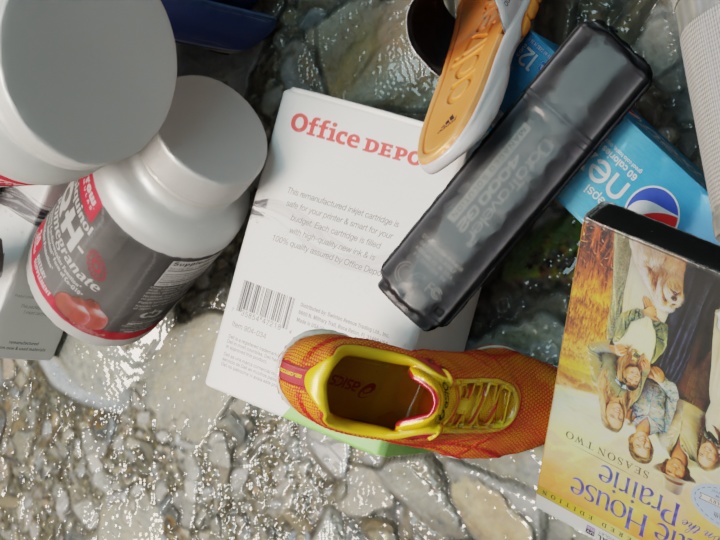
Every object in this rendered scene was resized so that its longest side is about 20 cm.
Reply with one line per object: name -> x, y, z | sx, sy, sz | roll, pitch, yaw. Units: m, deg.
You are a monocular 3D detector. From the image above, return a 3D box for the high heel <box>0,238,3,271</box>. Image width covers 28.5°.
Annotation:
high heel -> -0.303, -0.081, 1.025 | 0.141, 0.071, 0.203 | -10, 72, 44

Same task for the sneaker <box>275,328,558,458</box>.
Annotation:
sneaker -> 0.047, 0.079, 0.821 | 0.077, 0.197, 0.074 | 20, 103, 62

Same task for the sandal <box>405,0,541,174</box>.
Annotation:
sandal -> 0.060, -0.145, 0.843 | 0.079, 0.059, 0.208 | -34, 26, 38

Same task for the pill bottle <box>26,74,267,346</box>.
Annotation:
pill bottle -> -0.142, -0.040, 0.952 | 0.200, 0.110, 0.112 | -44, 63, 45

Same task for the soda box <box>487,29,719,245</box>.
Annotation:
soda box -> 0.158, -0.051, 0.834 | 0.064, 0.068, 0.200 | -50, 64, 17

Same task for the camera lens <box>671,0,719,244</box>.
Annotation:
camera lens -> 0.236, -0.105, 0.680 | 0.158, 0.159, 0.203 | -13, 82, 29

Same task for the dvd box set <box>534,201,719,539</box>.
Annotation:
dvd box set -> 0.174, 0.078, 0.781 | 0.145, 0.029, 0.202 | 26, 127, 30

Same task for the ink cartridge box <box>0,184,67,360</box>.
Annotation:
ink cartridge box -> -0.270, -0.055, 1.083 | 0.144, 0.083, 0.202 | 29, 100, 30

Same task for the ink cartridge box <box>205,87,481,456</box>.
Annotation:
ink cartridge box -> 0.000, 0.000, 0.915 | 0.144, 0.084, 0.203 | 19, 95, 30

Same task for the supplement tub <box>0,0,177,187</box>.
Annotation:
supplement tub -> -0.219, -0.121, 0.865 | 0.198, 0.139, 0.143 | 1, 86, 46

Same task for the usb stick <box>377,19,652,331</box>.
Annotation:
usb stick -> 0.087, -0.053, 0.812 | 0.055, 0.033, 0.201 | 42, 102, 13

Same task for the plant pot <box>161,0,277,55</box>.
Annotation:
plant pot -> -0.154, -0.257, 0.972 | 0.198, 0.199, 0.182 | 21, 101, 30
